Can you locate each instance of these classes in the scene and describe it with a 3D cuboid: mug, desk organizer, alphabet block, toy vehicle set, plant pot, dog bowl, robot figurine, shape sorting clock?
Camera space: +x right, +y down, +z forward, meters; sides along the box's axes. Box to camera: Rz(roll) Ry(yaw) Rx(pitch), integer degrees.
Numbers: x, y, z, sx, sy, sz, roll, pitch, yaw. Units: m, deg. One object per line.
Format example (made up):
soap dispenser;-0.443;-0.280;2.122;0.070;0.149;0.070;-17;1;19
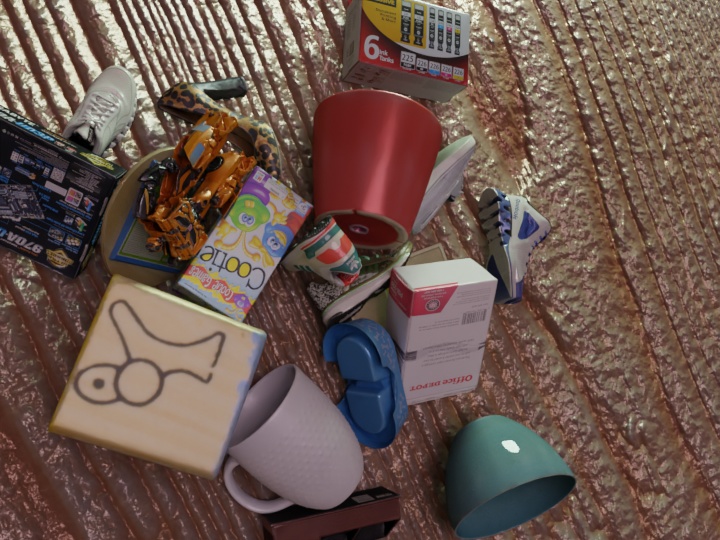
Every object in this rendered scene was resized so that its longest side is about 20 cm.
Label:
mug;-0.103;0.261;0.966;0.200;0.148;0.175;-40;107;9
desk organizer;-0.040;0.379;1.001;0.198;0.072;0.078;-5;86;-22
alphabet block;-0.260;0.136;0.880;0.199;0.196;0.197;24;73;-17
toy vehicle set;0.066;0.044;1.115;0.199;0.026;0.125;-20;90;-23
plant pot;0.014;-0.138;1.021;0.199;0.200;0.179;16;71;-19
dog bowl;0.012;0.164;1.022;0.049;0.111;0.202;-27;109;-47
robot figurine;-0.210;-0.102;0.878;0.145;0.058;0.201;68;38;-49
plant pot;0.212;0.307;1.066;0.199;0.201;0.135;-5;50;-22
shape sorting clock;-0.269;-0.070;0.924;0.039;0.200;0.200;29;68;22

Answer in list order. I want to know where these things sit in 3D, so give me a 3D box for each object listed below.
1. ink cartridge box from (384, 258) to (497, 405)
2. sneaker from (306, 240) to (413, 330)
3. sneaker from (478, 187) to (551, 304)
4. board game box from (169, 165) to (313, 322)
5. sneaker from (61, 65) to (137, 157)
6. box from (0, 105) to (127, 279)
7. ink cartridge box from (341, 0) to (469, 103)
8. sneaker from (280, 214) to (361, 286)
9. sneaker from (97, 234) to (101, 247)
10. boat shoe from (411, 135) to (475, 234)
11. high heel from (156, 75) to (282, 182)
ink cartridge box;0.115;0.093;1.048;0.145;0.085;0.201;-7;118;-22
sneaker;0.000;0.000;1.048;0.200;0.077;0.089;-37;79;-27
sneaker;0.277;-0.046;1.184;0.114;0.080;0.201;-2;82;-20
board game box;-0.172;-0.031;0.988;0.103;0.105;0.201;34;71;-13
sneaker;-0.366;-0.200;0.948;0.075;0.081;0.201;25;73;-15
box;-0.424;-0.102;0.876;0.199;0.046;0.160;26;109;-11
ink cartridge box;0.077;-0.395;1.152;0.198;0.084;0.177;6;80;-20
sneaker;-0.053;-0.010;0.979;0.070;0.200;0.094;-43;94;-19
sneaker;-0.308;-0.115;0.962;0.080;0.074;0.200;42;69;-9
boat shoe;0.133;-0.142;1.153;0.201;0.070;0.072;-47;111;-17
high heel;-0.205;-0.193;1.010;0.142;0.071;0.201;-19;73;-29
